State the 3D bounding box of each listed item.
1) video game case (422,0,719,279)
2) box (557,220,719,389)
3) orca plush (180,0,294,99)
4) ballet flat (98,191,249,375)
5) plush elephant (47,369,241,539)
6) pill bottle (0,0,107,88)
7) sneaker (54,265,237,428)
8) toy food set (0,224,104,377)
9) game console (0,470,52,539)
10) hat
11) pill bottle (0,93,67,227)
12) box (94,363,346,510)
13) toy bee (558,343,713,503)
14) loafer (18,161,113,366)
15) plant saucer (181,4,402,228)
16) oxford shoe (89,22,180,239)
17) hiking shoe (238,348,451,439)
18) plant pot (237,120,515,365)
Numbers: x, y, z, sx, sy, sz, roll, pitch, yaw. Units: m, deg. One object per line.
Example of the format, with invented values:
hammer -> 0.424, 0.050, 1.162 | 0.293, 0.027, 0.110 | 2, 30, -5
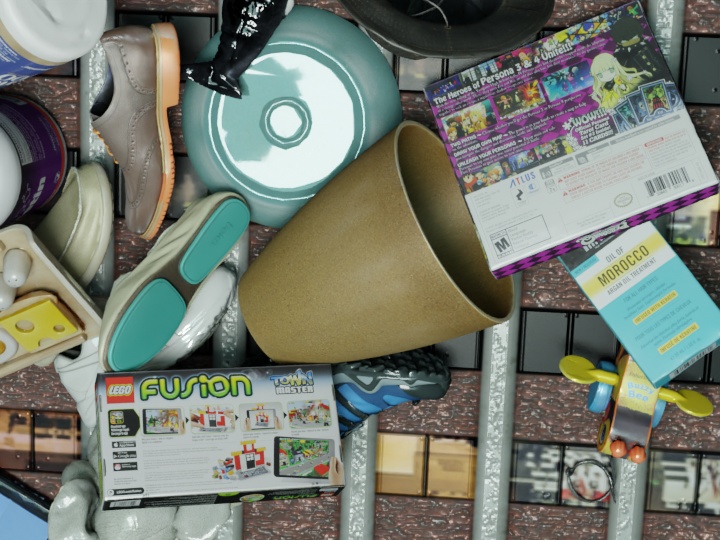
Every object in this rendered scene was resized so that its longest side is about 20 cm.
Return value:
video game case -> 0.174, -0.110, 1.196 | 0.200, 0.036, 0.182 | -22, 69, 7
box -> 0.223, -0.005, 1.207 | 0.082, 0.049, 0.200 | -37, 73, 5
orca plush -> -0.099, -0.251, 1.197 | 0.105, 0.071, 0.200 | 39, 98, 25
ballet flat -> -0.171, 0.008, 1.229 | 0.069, 0.069, 0.200 | 41, 64, -4
plush elephant -> -0.187, 0.203, 1.236 | 0.164, 0.155, 0.200 | -4, 137, 2
pill bottle -> -0.315, -0.207, 1.191 | 0.200, 0.111, 0.111 | -11, 102, 39
sneaker -> -0.201, 0.051, 1.284 | 0.200, 0.078, 0.099 | -40, 92, 10
toy food set -> -0.320, 0.055, 1.214 | 0.200, 0.060, 0.144 | -22, 131, 15
game console -> -0.376, 0.279, 1.320 | 0.200, 0.119, 0.172 | 32, 102, -2
hat -> 0.058, -0.225, 1.194 | 0.200, 0.201, 0.081 | 20, 142, 1
pill bottle -> -0.326, -0.087, 1.201 | 0.112, 0.200, 0.113 | 1, 102, 5
box -> -0.117, 0.137, 1.184 | 0.200, 0.035, 0.110 | -1, 66, -15
toy bee -> 0.243, 0.123, 1.243 | 0.131, 0.109, 0.200 | -5, 101, 4
loafer -> -0.277, -0.006, 1.266 | 0.068, 0.076, 0.200 | 13, 107, -30
plant saucer -> -0.063, -0.132, 1.254 | 0.200, 0.036, 0.200 | 1, 101, 5
oxford shoe -> -0.200, -0.119, 1.231 | 0.073, 0.071, 0.200 | -4, 118, -19
hiking shoe -> -0.013, 0.115, 1.288 | 0.200, 0.074, 0.087 | -3, 109, 15
plant pot -> 0.000, 0.000, 1.215 | 0.200, 0.186, 0.187 | -27, 98, 21
